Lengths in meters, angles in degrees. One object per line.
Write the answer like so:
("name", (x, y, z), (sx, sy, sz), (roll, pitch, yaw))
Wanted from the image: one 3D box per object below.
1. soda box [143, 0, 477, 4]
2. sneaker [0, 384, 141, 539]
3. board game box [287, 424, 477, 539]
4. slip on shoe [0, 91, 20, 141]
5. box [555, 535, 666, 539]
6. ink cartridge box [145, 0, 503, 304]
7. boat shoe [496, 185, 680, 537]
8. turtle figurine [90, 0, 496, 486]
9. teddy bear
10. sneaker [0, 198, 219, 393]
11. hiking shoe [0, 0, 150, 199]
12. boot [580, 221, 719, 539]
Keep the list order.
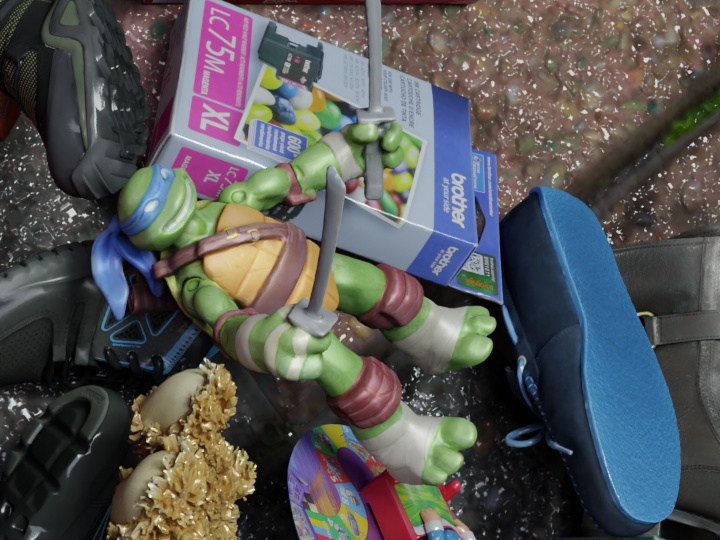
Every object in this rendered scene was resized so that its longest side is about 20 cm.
("soda box", (-0.018, -0.185, 0.900), (0.199, 0.063, 0.070), (-3, 81, -21))
("sneaker", (-0.158, 0.152, 0.775), (0.200, 0.075, 0.079), (-50, 126, -8))
("board game box", (0.050, 0.145, 0.815), (0.039, 0.158, 0.200), (-40, 96, 20))
("slip on shoe", (-0.186, -0.094, 0.818), (0.200, 0.074, 0.061), (-41, 100, -17))
("box", (0.208, 0.190, 0.879), (0.199, 0.117, 0.049), (23, 74, -15))
("ink cartridge box", (-0.007, -0.064, 0.864), (0.199, 0.042, 0.120), (21, 42, -19))
("boat shoe", (0.113, 0.053, 0.873), (0.084, 0.069, 0.201), (24, 43, -34))
("turtle figurine", (0.000, 0.000, 0.748), (0.200, 0.144, 0.194), (-41, 123, 13))
("teddy bear", (-0.079, 0.134, 0.728), (0.066, 0.145, 0.201), (9, 111, -2))
("sneaker", (-0.117, 0.027, 0.811), (0.199, 0.073, 0.082), (-22, 79, -22))
("hiking shoe", (-0.161, -0.105, 0.748), (0.100, 0.076, 0.201), (-23, 61, 3))
("boot", (0.198, 0.059, 0.885), (0.199, 0.069, 0.175), (-1, 80, 23))
